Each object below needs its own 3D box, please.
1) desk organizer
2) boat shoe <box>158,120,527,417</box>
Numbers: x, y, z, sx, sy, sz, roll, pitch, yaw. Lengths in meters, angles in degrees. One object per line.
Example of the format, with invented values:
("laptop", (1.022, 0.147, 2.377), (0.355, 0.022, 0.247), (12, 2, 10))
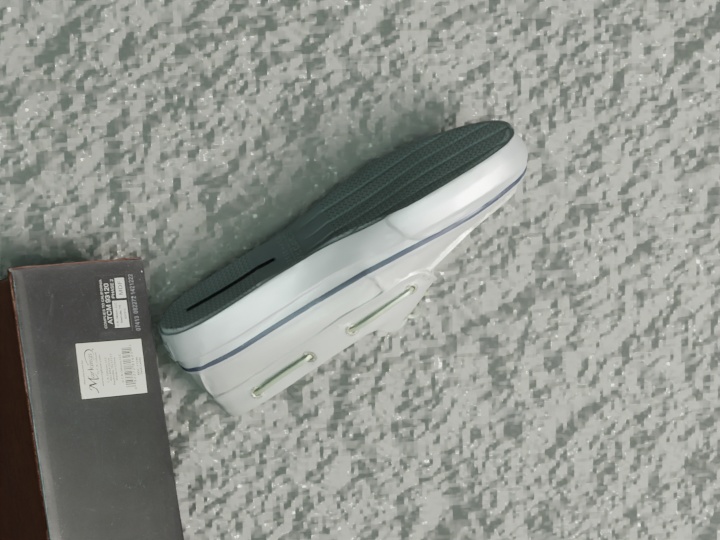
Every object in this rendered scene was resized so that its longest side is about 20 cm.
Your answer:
("desk organizer", (-0.140, 0.100, 0.834), (0.072, 0.077, 0.200), (-5, 84, -37))
("boat shoe", (0.000, 0.000, 0.844), (0.200, 0.074, 0.067), (-29, 116, 10))
